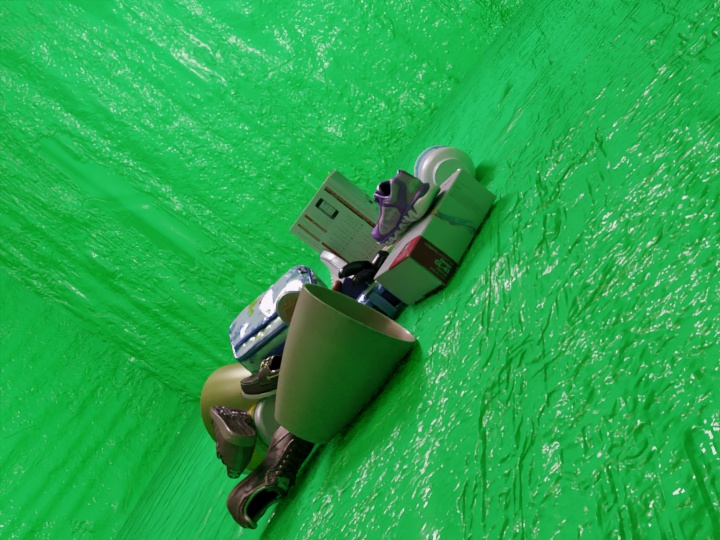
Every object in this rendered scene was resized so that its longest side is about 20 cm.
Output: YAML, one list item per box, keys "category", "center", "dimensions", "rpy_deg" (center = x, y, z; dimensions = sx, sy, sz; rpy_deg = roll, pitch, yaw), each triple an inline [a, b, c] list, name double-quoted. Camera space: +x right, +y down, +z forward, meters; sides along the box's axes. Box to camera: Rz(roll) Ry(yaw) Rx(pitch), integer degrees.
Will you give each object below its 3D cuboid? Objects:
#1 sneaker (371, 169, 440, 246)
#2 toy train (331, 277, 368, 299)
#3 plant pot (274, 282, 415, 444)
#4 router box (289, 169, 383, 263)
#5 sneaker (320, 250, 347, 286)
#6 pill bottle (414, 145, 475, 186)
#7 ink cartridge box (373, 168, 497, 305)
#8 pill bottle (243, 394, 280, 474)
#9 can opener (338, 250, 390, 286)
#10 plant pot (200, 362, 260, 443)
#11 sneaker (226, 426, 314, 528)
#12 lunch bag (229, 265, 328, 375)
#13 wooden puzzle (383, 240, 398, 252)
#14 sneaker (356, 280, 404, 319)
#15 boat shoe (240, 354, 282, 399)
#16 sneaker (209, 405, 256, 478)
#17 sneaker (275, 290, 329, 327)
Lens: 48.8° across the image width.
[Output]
- category: "sneaker"
  center: [0.059, -0.112, 1.368]
  dimensions: [0.081, 0.088, 0.200]
  rpy_deg: [-58, 6, -29]
- category: "toy train"
  center: [-0.031, 0.119, 1.592]
  dimensions: [0.116, 0.085, 0.200]
  rpy_deg: [44, -118, -81]
- category: "plant pot"
  center: [-0.045, 0.149, 1.187]
  dimensions: [0.200, 0.187, 0.187]
  rpy_deg: [-63, 7, 5]
- category: "router box"
  center: [-0.035, -0.102, 1.835]
  dimensions: [0.180, 0.200, 0.049]
  rpy_deg: [-50, 5, 30]
- category: "sneaker"
  center: [-0.039, 0.019, 1.769]
  dimensions: [0.071, 0.073, 0.200]
  rpy_deg: [-56, 42, 3]
- category: "pill bottle"
  center: [0.172, -0.197, 1.616]
  dimensions: [0.111, 0.111, 0.200]
  rpy_deg: [-52, 8, 7]
- category: "ink cartridge box"
  center: [0.126, -0.054, 1.341]
  dimensions: [0.200, 0.086, 0.148]
  rpy_deg: [-55, 7, -25]
- category: "pill bottle"
  center: [-0.169, 0.296, 1.418]
  dimensions: [0.200, 0.113, 0.113]
  rpy_deg: [-45, 11, 49]
- category: "can opener"
  center: [0.000, 0.000, 1.476]
  dimensions: [0.200, 0.063, 0.079]
  rpy_deg: [-17, -55, -69]
- category: "plant pot"
  center: [-0.181, 0.251, 1.560]
  dimensions: [0.200, 0.187, 0.187]
  rpy_deg: [-26, 24, 41]
- category: "sneaker"
  center: [-0.122, 0.317, 1.243]
  dimensions: [0.200, 0.070, 0.076]
  rpy_deg: [-51, 34, -8]
- category: "lunch bag"
  center: [-0.141, 0.091, 1.429]
  dimensions: [0.200, 0.082, 0.161]
  rpy_deg: [-38, 28, 8]
- category: "wooden puzzle"
  center: [0.051, -0.023, 1.863]
  dimensions: [0.185, 0.037, 0.200]
  rpy_deg: [-50, 4, 25]
- category: "sneaker"
  center: [0.051, 0.040, 1.418]
  dimensions: [0.200, 0.074, 0.082]
  rpy_deg: [-57, 11, -20]
- category: "boat shoe"
  center: [-0.130, 0.168, 1.327]
  dimensions: [0.200, 0.060, 0.072]
  rpy_deg: [-18, 15, 36]
- category: "sneaker"
  center: [-0.216, 0.274, 1.292]
  dimensions: [0.200, 0.070, 0.076]
  rpy_deg: [-164, 88, -76]
- category: "sneaker"
  center: [-0.060, 0.083, 1.306]
  dimensions: [0.071, 0.200, 0.080]
  rpy_deg: [-64, 28, 0]
